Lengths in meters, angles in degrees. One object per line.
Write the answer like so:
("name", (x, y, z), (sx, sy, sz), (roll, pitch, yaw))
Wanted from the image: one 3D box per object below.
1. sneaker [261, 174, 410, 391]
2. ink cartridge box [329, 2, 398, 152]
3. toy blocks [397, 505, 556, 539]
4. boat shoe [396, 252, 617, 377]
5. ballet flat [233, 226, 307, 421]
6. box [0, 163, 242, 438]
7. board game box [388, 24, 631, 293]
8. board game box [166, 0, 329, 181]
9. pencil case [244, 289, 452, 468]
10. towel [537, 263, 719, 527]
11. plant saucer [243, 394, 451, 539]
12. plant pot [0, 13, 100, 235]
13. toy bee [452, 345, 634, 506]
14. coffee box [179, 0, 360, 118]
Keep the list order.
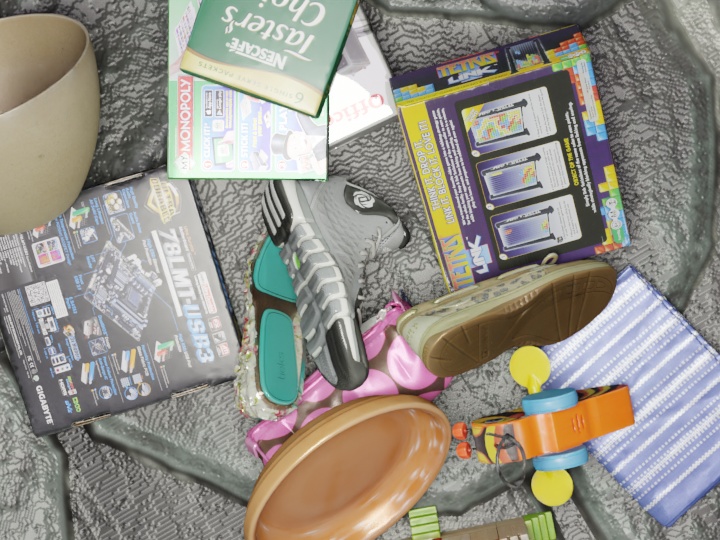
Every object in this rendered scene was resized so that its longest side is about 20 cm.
("sneaker", (0.000, 0.000, 1.686), (0.115, 0.075, 0.200), (-10, 69, -27))
("ink cartridge box", (-0.063, -0.195, 1.706), (0.147, 0.083, 0.200), (-26, 93, 2))
("toy blocks", (0.075, 0.262, 1.711), (0.200, 0.137, 0.100), (-11, 94, 2))
("boat shoe", (0.126, 0.027, 1.680), (0.200, 0.063, 0.073), (-17, 130, -28))
("ballet flat", (-0.079, 0.039, 1.716), (0.076, 0.064, 0.200), (24, 59, -25))
("box", (-0.218, 0.024, 1.744), (0.198, 0.050, 0.200), (-17, 95, 1))
("board game box", (0.128, -0.091, 1.679), (0.165, 0.057, 0.200), (-15, 125, 3))
("board game box", (-0.092, -0.174, 1.650), (0.135, 0.029, 0.200), (1, 93, 1))
("pencil case", (-0.010, 0.112, 1.728), (0.200, 0.091, 0.094), (-44, 127, 2))
("towel", (0.254, 0.111, 1.756), (0.145, 0.024, 0.200), (-44, 91, 7))
("plant saucer", (-0.015, 0.173, 1.678), (0.200, 0.200, 0.037), (-41, 58, 4))
("plant pot", (-0.302, -0.110, 1.681), (0.200, 0.200, 0.134), (-16, 122, 3))
("toy bee", (0.137, 0.129, 1.687), (0.109, 0.200, 0.131), (-6, 76, 41))
("coffee box", (-0.057, -0.234, 1.611), (0.123, 0.044, 0.200), (21, 93, -1))
